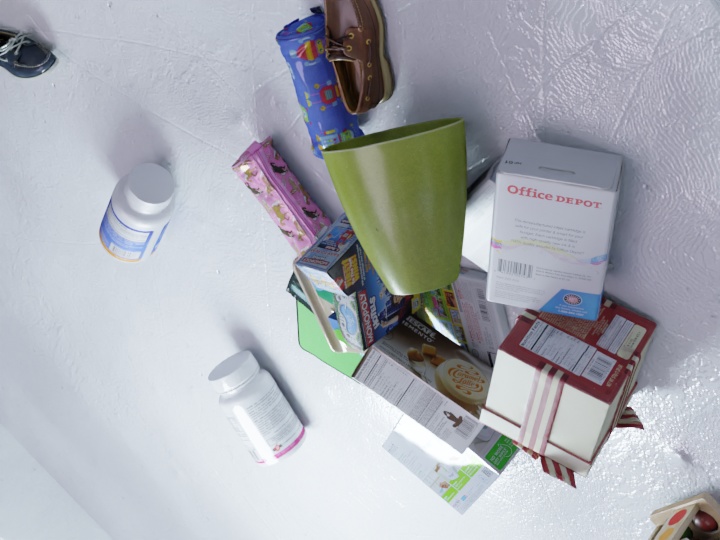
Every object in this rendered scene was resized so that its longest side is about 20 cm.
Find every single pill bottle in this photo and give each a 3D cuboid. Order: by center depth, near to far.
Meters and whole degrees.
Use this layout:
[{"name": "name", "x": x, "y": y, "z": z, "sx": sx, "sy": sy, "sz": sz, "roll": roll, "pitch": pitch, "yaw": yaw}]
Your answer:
[{"name": "pill bottle", "x": -0.390, "y": -0.104, "z": 2.091, "sx": 0.112, "sy": 0.112, "sz": 0.200, "roll": 45, "pitch": 145, "yaw": 4}, {"name": "pill bottle", "x": -0.196, "y": 0.258, "z": 2.233, "sx": 0.113, "sy": 0.113, "sz": 0.201, "roll": -9, "pitch": 117, "yaw": 50}]

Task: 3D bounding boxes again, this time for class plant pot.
[{"name": "plant pot", "x": 0.062, "y": -0.077, "z": 1.522, "sx": 0.187, "sy": 0.187, "sz": 0.201, "roll": -2, "pitch": 105, "yaw": 48}]

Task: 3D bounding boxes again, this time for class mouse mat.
[{"name": "mouse mat", "x": -0.032, "y": 0.122, "z": 2.018, "sx": 0.199, "sy": 0.008, "sz": 0.162, "roll": 30, "pitch": 141, "yaw": 26}]

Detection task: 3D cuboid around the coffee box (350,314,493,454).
[{"name": "coffee box", "x": 0.104, "y": 0.159, "z": 1.745, "sx": 0.200, "sy": 0.114, "sz": 0.080, "roll": 35, "pitch": 129, "yaw": 6}]

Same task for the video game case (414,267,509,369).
[{"name": "video game case", "x": 0.144, "y": 0.076, "z": 1.773, "sx": 0.181, "sy": 0.023, "sz": 0.201, "roll": 13, "pitch": 133, "yaw": 39}]

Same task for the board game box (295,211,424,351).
[{"name": "board game box", "x": 0.000, "y": 0.000, "z": 1.671, "sx": 0.061, "sy": 0.200, "sz": 0.201, "roll": 14, "pitch": 123, "yaw": 38}]

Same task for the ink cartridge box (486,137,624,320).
[{"name": "ink cartridge box", "x": 0.236, "y": -0.051, "z": 1.453, "sx": 0.144, "sy": 0.085, "sz": 0.201, "roll": 11, "pitch": 131, "yaw": 13}]

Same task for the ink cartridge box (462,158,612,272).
[{"name": "ink cartridge box", "x": 0.218, "y": -0.044, "z": 1.577, "sx": 0.199, "sy": 0.050, "sz": 0.162, "roll": 32, "pitch": 146, "yaw": -9}]

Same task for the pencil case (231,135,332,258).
[{"name": "pencil case", "x": -0.114, "y": -0.108, "z": 1.819, "sx": 0.086, "sy": 0.083, "sz": 0.200, "roll": -30, "pitch": 100, "yaw": 40}]

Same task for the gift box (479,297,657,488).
[{"name": "gift box", "x": 0.279, "y": 0.154, "z": 1.558, "sx": 0.199, "sy": 0.185, "sz": 0.187, "roll": 31, "pitch": 143, "yaw": 21}]

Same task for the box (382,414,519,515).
[{"name": "box", "x": 0.145, "y": 0.270, "z": 1.876, "sx": 0.176, "sy": 0.097, "sz": 0.200, "roll": 39, "pitch": 149, "yaw": 10}]

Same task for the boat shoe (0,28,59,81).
[{"name": "boat shoe", "x": -0.603, "y": -0.387, "z": 2.083, "sx": 0.200, "sy": 0.075, "sz": 0.062, "roll": 27, "pitch": 153, "yaw": 41}]

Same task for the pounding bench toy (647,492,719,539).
[{"name": "pounding bench toy", "x": 0.439, "y": 0.419, "z": 1.672, "sx": 0.124, "sy": 0.156, "sz": 0.200, "roll": 47, "pitch": 145, "yaw": -1}]

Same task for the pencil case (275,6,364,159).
[{"name": "pencil case", "x": -0.056, "y": -0.252, "z": 1.618, "sx": 0.087, "sy": 0.078, "sz": 0.201, "roll": 41, "pitch": 154, "yaw": 55}]

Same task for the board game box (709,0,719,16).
[{"name": "board game box", "x": 0.427, "y": -0.276, "z": 1.056, "sx": 0.105, "sy": 0.103, "sz": 0.200, "roll": 54, "pitch": 145, "yaw": -9}]

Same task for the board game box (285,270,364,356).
[{"name": "board game box", "x": -0.026, "y": 0.051, "z": 1.918, "sx": 0.200, "sy": 0.028, "sz": 0.135, "roll": 41, "pitch": 141, "yaw": 10}]

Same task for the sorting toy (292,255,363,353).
[{"name": "sorting toy", "x": -0.007, "y": 0.058, "z": 1.852, "sx": 0.199, "sy": 0.036, "sz": 0.186, "roll": -3, "pitch": 119, "yaw": 45}]

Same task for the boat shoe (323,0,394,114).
[{"name": "boat shoe", "x": -0.011, "y": -0.295, "z": 1.537, "sx": 0.072, "sy": 0.068, "sz": 0.201, "roll": 14, "pitch": 133, "yaw": 38}]
